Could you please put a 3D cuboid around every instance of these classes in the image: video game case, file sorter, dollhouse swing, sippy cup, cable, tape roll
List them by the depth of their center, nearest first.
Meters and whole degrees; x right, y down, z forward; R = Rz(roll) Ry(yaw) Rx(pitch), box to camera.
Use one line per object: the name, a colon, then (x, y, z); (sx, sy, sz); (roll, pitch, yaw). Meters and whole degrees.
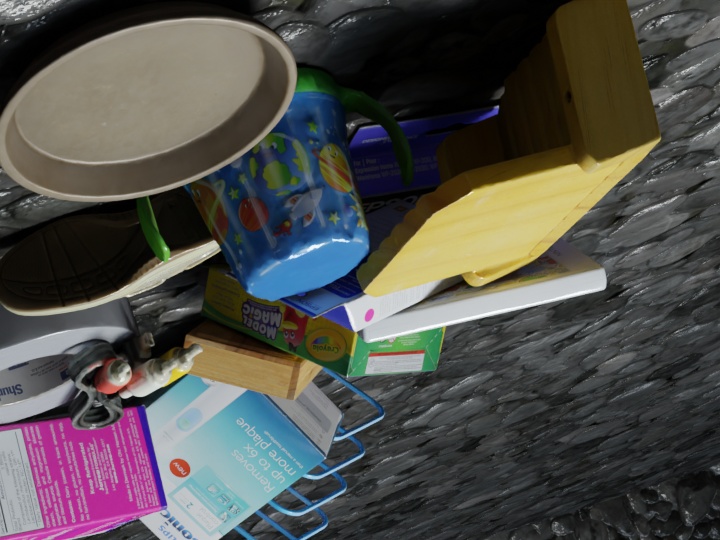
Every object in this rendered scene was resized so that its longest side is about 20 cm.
sippy cup: (-0.057, -0.055, 1.374); (0.178, 0.131, 0.140); (-29, 162, 20)
dollhouse swing: (0.085, -0.092, 1.404); (0.176, 0.182, 0.200); (0, 155, -24)
video game case: (0.072, 0.002, 1.561); (0.200, 0.023, 0.182); (-13, -162, -13)
tape roll: (-0.280, 0.062, 1.569); (0.200, 0.066, 0.200); (-21, 163, -7)
cable: (-0.208, 0.104, 1.585); (0.097, 0.050, 0.200); (-10, 158, -33)
file sorter: (-0.084, 0.200, 1.955); (0.139, 0.123, 0.200); (-18, 139, -60)

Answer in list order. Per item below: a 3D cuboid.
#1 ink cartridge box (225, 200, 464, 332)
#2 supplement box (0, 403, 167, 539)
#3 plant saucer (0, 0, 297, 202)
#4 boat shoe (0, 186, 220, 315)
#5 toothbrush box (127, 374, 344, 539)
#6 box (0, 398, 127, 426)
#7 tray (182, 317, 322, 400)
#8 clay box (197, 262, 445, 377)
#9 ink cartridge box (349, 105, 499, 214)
ink cartridge box: (0.000, 0.000, 1.476); (0.200, 0.095, 0.037); (-21, 125, -43)
supplement box: (-0.284, 0.187, 1.697); (0.200, 0.104, 0.101); (-5, 166, -43)
plant saucer: (-0.139, -0.109, 1.239); (0.200, 0.030, 0.200); (-17, 155, -8)
boat shoe: (-0.180, -0.010, 1.467); (0.200, 0.072, 0.065); (-23, 163, -14)
toothbrush box: (-0.140, 0.159, 1.831); (0.200, 0.146, 0.085); (-38, -168, 27)
box: (-0.340, 0.154, 1.807); (0.200, 0.048, 0.158); (-8, 159, -39)
tray: (-0.081, 0.061, 1.665); (0.098, 0.037, 0.200); (14, -168, 8)
clay box: (-0.042, 0.036, 1.616); (0.200, 0.048, 0.115); (20, -167, 40)
ink cartridge box: (0.053, -0.071, 1.614); (0.198, 0.043, 0.200); (-12, 160, -27)
